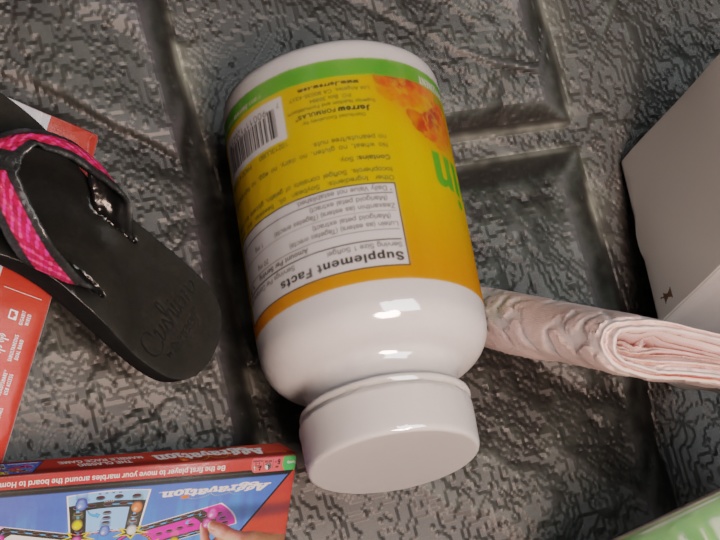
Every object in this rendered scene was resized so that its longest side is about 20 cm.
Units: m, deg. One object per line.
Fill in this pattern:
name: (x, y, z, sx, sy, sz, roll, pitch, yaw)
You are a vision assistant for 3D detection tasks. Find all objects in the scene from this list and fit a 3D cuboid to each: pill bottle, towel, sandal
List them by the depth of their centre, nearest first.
sandal: (-0.133, -0.024, 0.861, 0.200, 0.045, 0.075, 39, 59, -24)
pill bottle: (0.000, 0.000, 0.927, 0.111, 0.111, 0.200, 4, 62, -28)
towel: (0.144, 0.041, 0.969, 0.191, 0.200, 0.032, 13, 88, -27)

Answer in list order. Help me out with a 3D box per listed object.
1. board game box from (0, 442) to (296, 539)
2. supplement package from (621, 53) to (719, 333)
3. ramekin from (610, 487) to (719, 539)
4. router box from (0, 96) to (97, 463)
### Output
board game box: (-0.123, 0.134, 0.857, 0.200, 0.019, 0.103, -1, 107, -34)
supplement package: (0.269, -0.029, 1.081, 0.200, 0.120, 0.121, 12, 51, -26)
ramekin: (0.200, 0.156, 0.966, 0.200, 0.200, 0.098, -19, 78, -31)
router box: (-0.231, 0.000, 0.858, 0.179, 0.049, 0.200, 22, 66, -22)
